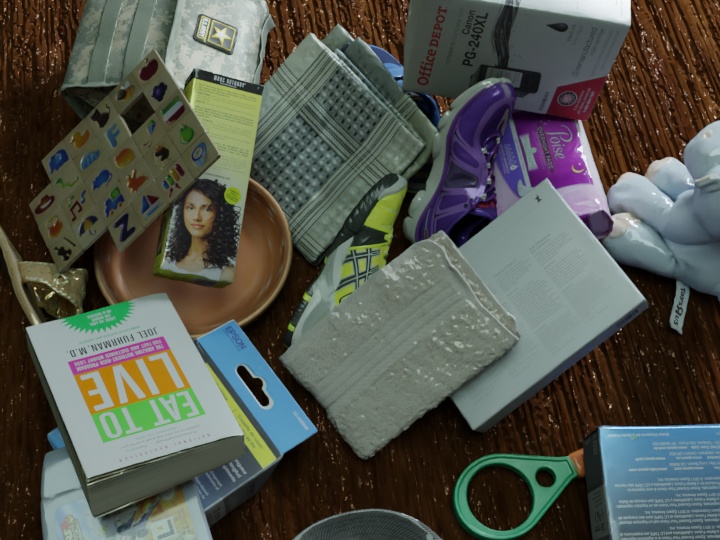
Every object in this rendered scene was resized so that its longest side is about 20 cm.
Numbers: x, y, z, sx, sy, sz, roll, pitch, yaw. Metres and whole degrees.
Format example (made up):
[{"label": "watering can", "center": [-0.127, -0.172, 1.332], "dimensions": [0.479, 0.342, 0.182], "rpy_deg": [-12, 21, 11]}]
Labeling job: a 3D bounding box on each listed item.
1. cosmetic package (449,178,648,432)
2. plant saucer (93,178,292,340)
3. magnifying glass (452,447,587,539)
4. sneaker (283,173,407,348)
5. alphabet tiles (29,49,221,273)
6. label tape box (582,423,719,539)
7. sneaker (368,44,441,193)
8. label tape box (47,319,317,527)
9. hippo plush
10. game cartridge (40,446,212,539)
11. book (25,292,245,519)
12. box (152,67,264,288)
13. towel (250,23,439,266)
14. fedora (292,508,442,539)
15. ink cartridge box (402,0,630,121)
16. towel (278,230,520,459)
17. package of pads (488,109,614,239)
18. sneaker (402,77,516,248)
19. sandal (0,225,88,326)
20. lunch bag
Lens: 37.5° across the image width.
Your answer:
[{"label": "cosmetic package", "center": [0.147, 0.034, 1.010], "dimensions": [0.200, 0.052, 0.151], "rpy_deg": [-38, 70, 9]}, {"label": "plant saucer", "center": [-0.168, -0.015, 1.078], "dimensions": [0.199, 0.038, 0.201], "rpy_deg": [1, 63, -1]}, {"label": "magnifying glass", "center": [0.179, 0.192, 0.992], "dimensions": [0.199, 0.022, 0.080], "rpy_deg": [-20, 64, -11]}, {"label": "sneaker", "center": [0.000, 0.000, 1.042], "dimensions": [0.076, 0.075, 0.201], "rpy_deg": [28, 93, -1]}, {"label": "alphabet tiles", "center": [-0.237, -0.096, 1.023], "dimensions": [0.200, 0.008, 0.168], "rpy_deg": [-42, 56, 11]}, {"label": "label tape box", "center": [0.282, 0.241, 0.937], "dimensions": [0.143, 0.063, 0.201], "rpy_deg": [0, 69, -5]}, {"label": "sneaker", "center": [0.043, -0.182, 1.157], "dimensions": [0.074, 0.082, 0.201], "rpy_deg": [-23, 63, -13]}, {"label": "label tape box", "center": [-0.160, 0.158, 0.968], "dimensions": [0.199, 0.066, 0.143], "rpy_deg": [-32, 69, -21]}, {"label": "hippo plush", "center": [0.333, -0.061, 1.057], "dimensions": [0.158, 0.161, 0.201], "rpy_deg": [6, 61, 0]}, {"label": "game cartridge", "center": [-0.189, 0.228, 0.875], "dimensions": [0.132, 0.042, 0.201], "rpy_deg": [-15, 66, -17]}, {"label": "book", "center": [-0.196, 0.104, 0.911], "dimensions": [0.133, 0.048, 0.200], "rpy_deg": [-16, 42, -23]}, {"label": "box", "center": [-0.147, -0.088, 1.027], "dimensions": [0.075, 0.050, 0.201], "rpy_deg": [10, 78, -20]}, {"label": "towel", "center": [-0.038, -0.137, 1.107], "dimensions": [0.200, 0.035, 0.193], "rpy_deg": [-44, 68, 8]}, {"label": "fedora", "center": [0.009, 0.307, 0.878], "dimensions": [0.176, 0.090, 0.201], "rpy_deg": [-16, 69, -9]}, {"label": "ink cartridge box", "center": [0.146, -0.236, 1.041], "dimensions": [0.199, 0.146, 0.084], "rpy_deg": [8, 59, -2]}, {"label": "towel", "center": [0.037, 0.070, 0.980], "dimensions": [0.200, 0.034, 0.133], "rpy_deg": [-40, 86, 10]}, {"label": "package of pads", "center": [0.183, -0.114, 1.118], "dimensions": [0.120, 0.076, 0.201], "rpy_deg": [-16, 60, 11]}, {"label": "sneaker", "center": [0.116, -0.094, 1.056], "dimensions": [0.080, 0.201, 0.083], "rpy_deg": [-6, 35, -41]}, {"label": "sandal", "center": [-0.303, 0.010, 1.036], "dimensions": [0.069, 0.078, 0.212], "rpy_deg": [-33, 62, -12]}, {"label": "lunch bag", "center": [-0.199, -0.227, 1.137], "dimensions": [0.199, 0.118, 0.165], "rpy_deg": [0, 60, 10]}]
